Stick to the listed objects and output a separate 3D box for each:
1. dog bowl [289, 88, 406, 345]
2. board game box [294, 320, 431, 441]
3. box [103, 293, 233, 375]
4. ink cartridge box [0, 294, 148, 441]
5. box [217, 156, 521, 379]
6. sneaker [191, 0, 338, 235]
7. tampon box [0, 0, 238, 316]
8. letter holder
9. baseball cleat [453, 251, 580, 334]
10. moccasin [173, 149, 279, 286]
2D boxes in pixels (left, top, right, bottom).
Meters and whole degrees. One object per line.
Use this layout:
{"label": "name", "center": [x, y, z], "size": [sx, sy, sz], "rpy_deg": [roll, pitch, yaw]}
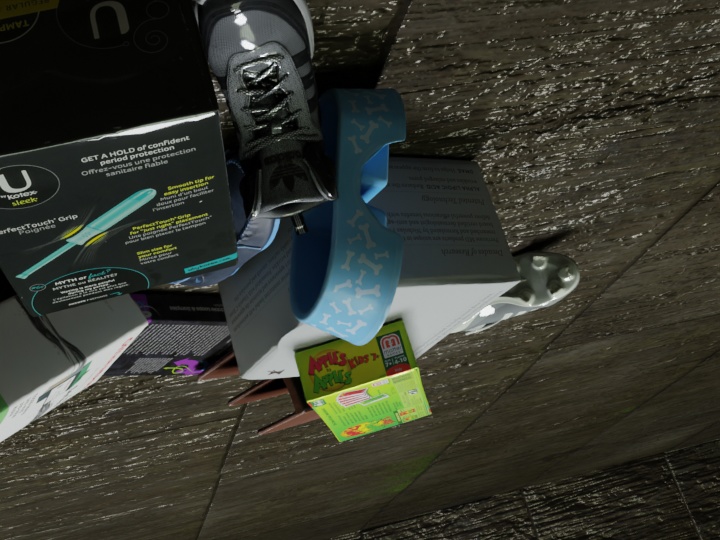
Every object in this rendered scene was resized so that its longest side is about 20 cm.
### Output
{"label": "dog bowl", "center": [-0.013, -0.046, 0.760], "size": [0.050, 0.200, 0.111], "rpy_deg": [10, 159, -21]}
{"label": "board game box", "center": [0.008, 0.111, 0.985], "size": [0.102, 0.048, 0.200], "rpy_deg": [-17, 159, 1]}
{"label": "box", "center": [-0.202, 0.071, 1.097], "size": [0.200, 0.036, 0.143], "rpy_deg": [6, 149, -42]}
{"label": "ink cartridge box", "center": [-0.300, 0.085, 0.885], "size": [0.200, 0.084, 0.146], "rpy_deg": [-34, 176, -44]}
{"label": "box", "center": [0.000, 0.000, 0.951], "size": [0.200, 0.131, 0.199], "rpy_deg": [-1, 154, -34]}
{"label": "sneaker", "center": [-0.056, -0.102, 0.674], "size": [0.075, 0.114, 0.200], "rpy_deg": [-13, 153, 1]}
{"label": "tampon box", "center": [-0.165, -0.081, 0.641], "size": [0.150, 0.126, 0.200], "rpy_deg": [-14, 157, -9]}
{"label": "letter holder", "center": [-0.069, 0.126, 1.189], "size": [0.142, 0.101, 0.200], "rpy_deg": [-32, 166, 33]}
{"label": "baseball cleat", "center": [0.178, 0.027, 1.254], "size": [0.200, 0.070, 0.106], "rpy_deg": [-16, 167, 23]}
{"label": "moccasin", "center": [-0.122, -0.029, 0.854], "size": [0.068, 0.080, 0.200], "rpy_deg": [-18, 160, -30]}
